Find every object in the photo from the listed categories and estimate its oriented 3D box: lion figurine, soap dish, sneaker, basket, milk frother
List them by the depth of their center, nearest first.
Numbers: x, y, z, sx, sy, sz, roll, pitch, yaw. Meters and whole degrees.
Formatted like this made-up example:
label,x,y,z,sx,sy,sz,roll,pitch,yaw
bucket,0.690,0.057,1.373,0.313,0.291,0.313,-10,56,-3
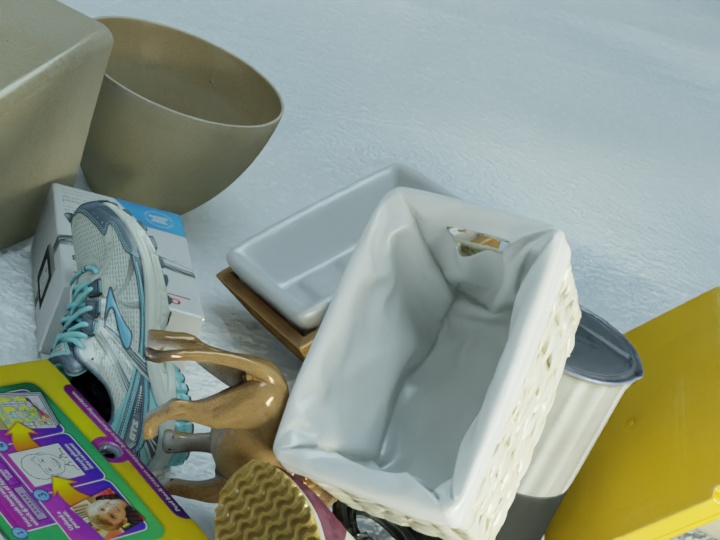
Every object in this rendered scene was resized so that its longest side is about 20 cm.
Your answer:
label,x,y,z,sx,sy,sz,roll,pitch,yaw
sneaker,-0.014,0.201,0.957,0.200,0.075,0.090,47,6,32
basket,0.053,0.069,1.008,0.135,0.201,0.123,15,-18,26
lion figurine,-0.075,0.105,1.011,0.122,0.200,0.073,2,58,3
sneaker,-0.179,0.044,1.087,0.086,0.078,0.201,-7,72,-34
milk frother,0.086,0.130,1.108,0.180,0.189,0.200,20,25,-8
soap dish,0.000,0.000,1.298,0.199,0.082,0.157,-30,35,-18

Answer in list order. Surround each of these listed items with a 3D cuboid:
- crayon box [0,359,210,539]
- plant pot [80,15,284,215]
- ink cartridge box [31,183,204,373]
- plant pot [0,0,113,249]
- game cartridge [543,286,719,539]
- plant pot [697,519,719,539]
label,x,y,z,sx,sy,sz,roll,pitch,yaw
crayon box,-0.216,0.145,0.956,0.172,0.058,0.200,-8,41,-48
plant pot,-0.187,-0.127,1.423,0.199,0.135,0.201,21,26,-10
ink cartridge box,-0.191,0.019,1.214,0.115,0.067,0.200,14,27,-23
plant pot,-0.342,-0.119,1.217,0.199,0.200,0.177,28,36,7
game cartridge,0.218,0.126,1.196,0.032,0.176,0.201,37,41,-28
plant pot,0.326,0.150,1.261,0.183,0.201,0.201,18,25,-22
